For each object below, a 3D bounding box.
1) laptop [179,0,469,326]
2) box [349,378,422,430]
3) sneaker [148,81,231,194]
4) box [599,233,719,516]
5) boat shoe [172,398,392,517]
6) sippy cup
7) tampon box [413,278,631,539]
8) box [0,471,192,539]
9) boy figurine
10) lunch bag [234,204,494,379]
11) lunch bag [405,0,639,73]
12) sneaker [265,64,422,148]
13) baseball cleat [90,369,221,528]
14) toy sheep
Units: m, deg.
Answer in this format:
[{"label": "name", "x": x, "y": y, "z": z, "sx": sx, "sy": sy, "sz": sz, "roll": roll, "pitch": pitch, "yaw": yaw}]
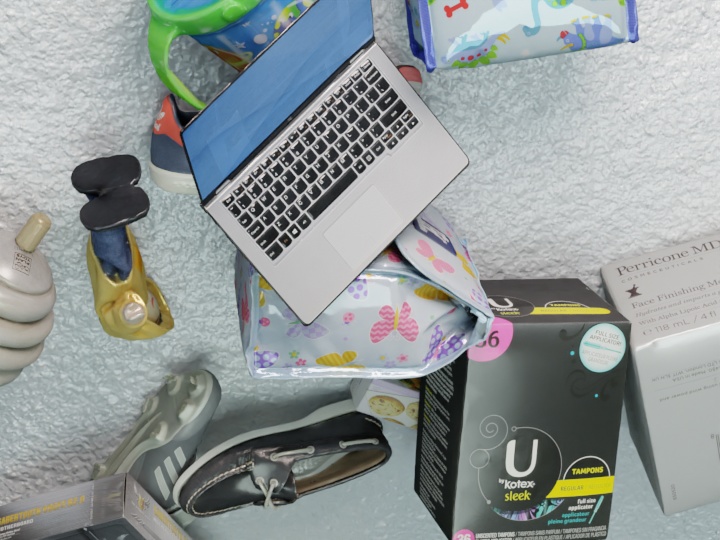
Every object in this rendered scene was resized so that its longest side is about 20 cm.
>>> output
[{"label": "laptop", "x": -0.020, "y": -0.089, "z": 1.416, "sx": 0.187, "sy": 0.116, "sz": 0.200, "roll": -44, "pitch": 108, "yaw": -13}, {"label": "box", "x": 0.086, "y": 0.130, "z": 1.762, "sx": 0.199, "sy": 0.039, "sz": 0.042, "roll": 20, "pitch": 117, "yaw": -21}, {"label": "sneaker", "x": -0.071, "y": -0.109, "z": 1.563, "sx": 0.198, "sy": 0.075, "sz": 0.085, "roll": -2, "pitch": 115, "yaw": -14}, {"label": "box", "x": 0.333, "y": 0.083, "z": 1.721, "sx": 0.197, "sy": 0.131, "sz": 0.201, "roll": -16, "pitch": 123, "yaw": 0}, {"label": "boat shoe", "x": -0.067, "y": 0.178, "z": 1.720, "sx": 0.199, "sy": 0.060, "sz": 0.074, "roll": -18, "pitch": 143, "yaw": -20}, {"label": "sippy cup", "x": -0.072, "y": -0.206, "z": 1.471, "sx": 0.177, "sy": 0.140, "sz": 0.130, "roll": -27, "pitch": 135, "yaw": 22}, {"label": "tampon box", "x": 0.137, "y": 0.120, "z": 1.679, "sx": 0.149, "sy": 0.126, "sz": 0.202, "roll": -2, "pitch": 107, "yaw": -15}, {"label": "box", "x": -0.233, "y": 0.267, "z": 1.743, "sx": 0.157, "sy": 0.049, "sz": 0.200, "roll": -18, "pitch": 138, "yaw": 17}, {"label": "boy figurine", "x": -0.192, "y": 0.001, "z": 1.585, "sx": 0.064, "sy": 0.125, "sz": 0.201, "roll": -14, "pitch": 142, "yaw": -7}, {"label": "lunch bag", "x": 0.000, "y": 0.000, "z": 1.586, "sx": 0.198, "sy": 0.170, "sz": 0.128, "roll": 3, "pitch": 119, "yaw": -8}, {"label": "lunch bag", "x": 0.111, "y": -0.264, "z": 1.462, "sx": 0.169, "sy": 0.128, "sz": 0.202, "roll": -10, "pitch": 105, "yaw": -4}, {"label": "sneaker", "x": -0.026, "y": -0.098, "z": 1.511, "sx": 0.199, "sy": 0.074, "sz": 0.087, "roll": -19, "pitch": 93, "yaw": -26}, {"label": "baseball cleat", "x": -0.167, "y": 0.166, "z": 1.732, "sx": 0.106, "sy": 0.070, "sz": 0.200, "roll": 27, "pitch": 124, "yaw": -31}, {"label": "toy sheep", "x": -0.309, "y": 0.028, "z": 1.570, "sx": 0.137, "sy": 0.138, "sz": 0.201, "roll": 23, "pitch": 116, "yaw": -23}]
